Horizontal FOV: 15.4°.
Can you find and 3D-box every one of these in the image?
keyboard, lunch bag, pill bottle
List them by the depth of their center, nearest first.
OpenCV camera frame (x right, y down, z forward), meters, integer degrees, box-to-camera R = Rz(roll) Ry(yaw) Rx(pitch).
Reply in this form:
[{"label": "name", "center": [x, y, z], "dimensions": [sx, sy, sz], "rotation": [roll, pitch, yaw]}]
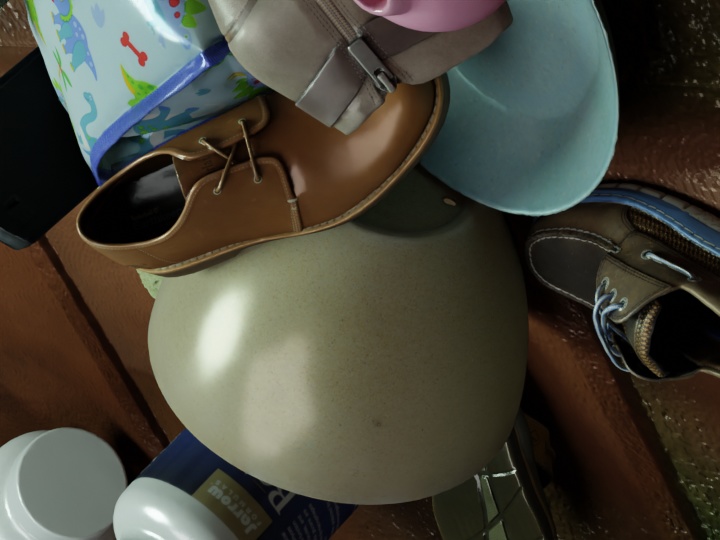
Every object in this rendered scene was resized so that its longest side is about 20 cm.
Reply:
[{"label": "lunch bag", "center": [-0.106, -0.149, 1.306], "dimensions": [0.200, 0.127, 0.170], "rotation": [-31, 77, 51]}, {"label": "keyboard", "center": [-0.138, -0.075, 1.409], "dimensions": [0.104, 0.200, 0.040], "rotation": [45, 145, 1]}, {"label": "pill bottle", "center": [-0.079, 0.146, 1.618], "dimensions": [0.111, 0.200, 0.111], "rotation": [31, 148, 22]}, {"label": "pill bottle", "center": [-0.237, 0.181, 1.955], "dimensions": [0.111, 0.111, 0.200], "rotation": [45, 151, -1]}]

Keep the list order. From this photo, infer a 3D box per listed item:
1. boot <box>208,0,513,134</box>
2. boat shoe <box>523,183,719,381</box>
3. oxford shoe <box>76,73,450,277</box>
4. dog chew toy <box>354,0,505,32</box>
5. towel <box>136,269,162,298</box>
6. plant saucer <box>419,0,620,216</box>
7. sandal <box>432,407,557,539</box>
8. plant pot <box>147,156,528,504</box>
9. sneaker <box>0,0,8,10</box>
[{"label": "boot", "center": [0.017, -0.161, 1.159], "dimensions": [0.200, 0.070, 0.146], "rotation": [-36, 103, 17]}, {"label": "boat shoe", "center": [0.149, 0.012, 1.288], "dimensions": [0.200, 0.072, 0.072], "rotation": [14, 139, 42]}, {"label": "oxford shoe", "center": [-0.048, -0.049, 1.263], "dimensions": [0.200, 0.071, 0.071], "rotation": [-28, 73, 24]}, {"label": "dog chew toy", "center": [0.063, -0.167, 1.039], "dimensions": [0.124, 0.200, 0.125], "rotation": [32, 149, 23]}, {"label": "towel", "center": [-0.103, -0.044, 1.576], "dimensions": [0.148, 0.036, 0.200], "rotation": [12, 138, 45]}, {"label": "plant saucer", "center": [0.056, -0.122, 1.254], "dimensions": [0.201, 0.039, 0.201], "rotation": [34, 143, 30]}, {"label": "sandal", "center": [0.075, 0.097, 1.521], "dimensions": [0.082, 0.055, 0.200], "rotation": [-1, 113, 45]}, {"label": "plant pot", "center": [0.000, 0.000, 1.360], "dimensions": [0.200, 0.200, 0.135], "rotation": [34, 135, 19]}, {"label": "sneaker", "center": [-0.184, -0.165, 1.256], "dimensions": [0.200, 0.067, 0.090], "rotation": [128, 126, -67]}]
